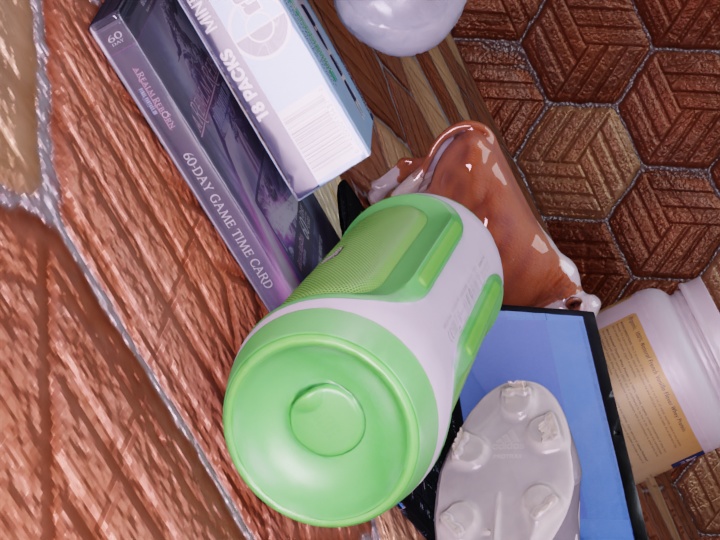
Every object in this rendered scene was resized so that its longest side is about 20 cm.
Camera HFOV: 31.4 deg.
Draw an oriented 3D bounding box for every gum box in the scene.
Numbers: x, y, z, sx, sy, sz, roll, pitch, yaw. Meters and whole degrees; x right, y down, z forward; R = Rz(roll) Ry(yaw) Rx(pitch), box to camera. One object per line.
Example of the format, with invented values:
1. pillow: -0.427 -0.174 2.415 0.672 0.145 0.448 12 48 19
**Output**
1. gum box: -0.052 -0.133 0.662 0.171 0.044 0.200 59 6 -9

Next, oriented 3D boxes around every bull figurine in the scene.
1. bull figurine: 0.092 -0.011 0.944 0.202 0.120 0.065 61 13 -16

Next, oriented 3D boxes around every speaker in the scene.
1. speaker: 0.009 0.027 0.532 0.089 0.088 0.200 62 20 -9

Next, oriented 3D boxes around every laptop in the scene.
1. laptop: 0.075 0.061 0.701 0.200 0.102 0.179 55 22 -50

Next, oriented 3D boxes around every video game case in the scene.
1. video game case: -0.059 -0.055 0.622 0.201 0.019 0.143 60 12 -24

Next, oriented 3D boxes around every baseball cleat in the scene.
1. baseball cleat: 0.072 0.158 0.598 0.107 0.069 0.202 61 33 -54

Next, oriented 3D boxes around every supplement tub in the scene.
1. supplement tub: 0.221 0.104 1.073 0.145 0.198 0.145 59 13 -22

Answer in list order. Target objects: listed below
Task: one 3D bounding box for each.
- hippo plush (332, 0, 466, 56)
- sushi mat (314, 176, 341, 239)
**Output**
1. hippo plush: -0.004 -0.203 0.710 0.161 0.157 0.202 111 -42 -66
2. sushi mat: 0.000 0.000 0.780 0.202 0.012 0.096 67 13 11
